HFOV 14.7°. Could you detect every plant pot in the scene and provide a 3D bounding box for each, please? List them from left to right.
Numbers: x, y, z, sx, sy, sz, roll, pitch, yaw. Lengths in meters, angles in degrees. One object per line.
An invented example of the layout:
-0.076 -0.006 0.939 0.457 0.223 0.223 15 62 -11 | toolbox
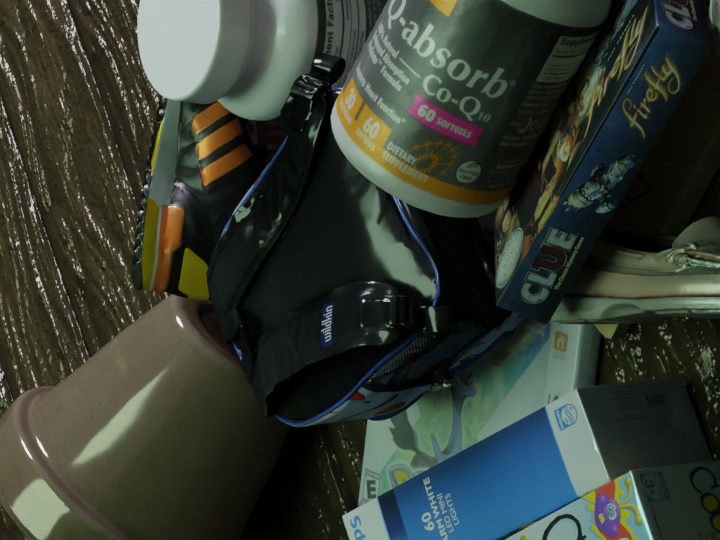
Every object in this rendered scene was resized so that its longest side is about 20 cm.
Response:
-0.133 0.111 1.921 0.175 0.200 0.200 -53 48 17 | plant pot

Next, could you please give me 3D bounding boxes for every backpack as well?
0.000 0.000 1.711 0.190 0.154 0.201 -40 57 36 | backpack

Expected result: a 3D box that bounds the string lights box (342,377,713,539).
0.095 0.128 1.631 0.200 0.102 0.059 -33 70 39 | string lights box

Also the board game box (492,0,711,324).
0.132 -0.087 1.576 0.136 0.034 0.201 -88 22 -56 | board game box

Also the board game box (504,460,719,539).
0.136 0.192 1.585 0.200 0.103 0.105 -35 66 43 | board game box

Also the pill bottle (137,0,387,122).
-0.032 -0.150 1.748 0.116 0.199 0.117 0 90 54 | pill bottle

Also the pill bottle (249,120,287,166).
-0.077 -0.097 1.885 0.112 0.112 0.201 -12 80 53 | pill bottle

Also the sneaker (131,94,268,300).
-0.090 -0.078 1.803 0.070 0.089 0.201 143 138 -80 | sneaker

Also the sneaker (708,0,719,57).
0.219 -0.156 1.508 0.088 0.081 0.201 -40 58 44 | sneaker

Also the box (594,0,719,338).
0.150 -0.088 1.651 0.164 0.021 0.201 53 129 38 | box

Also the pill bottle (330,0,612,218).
0.072 -0.139 1.568 0.117 0.116 0.201 53 127 39 | pill bottle

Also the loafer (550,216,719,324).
0.180 -0.004 1.562 0.199 0.072 0.063 -5 85 47 | loafer

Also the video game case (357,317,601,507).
0.071 0.101 1.759 0.200 0.022 0.184 17 104 52 | video game case
